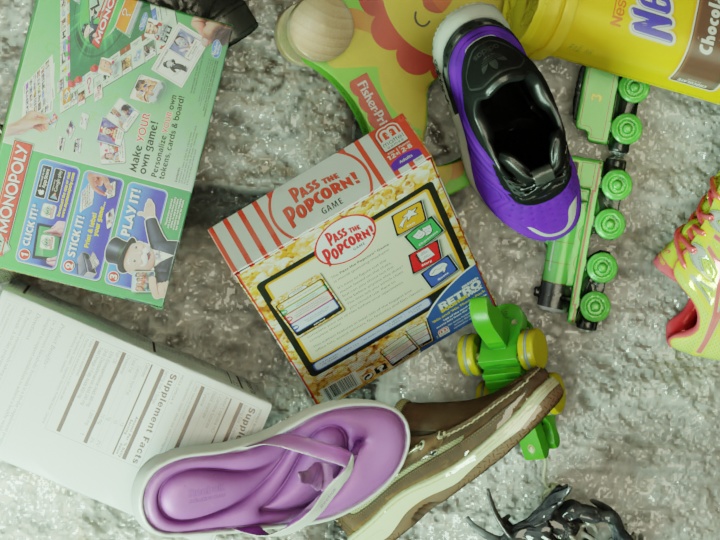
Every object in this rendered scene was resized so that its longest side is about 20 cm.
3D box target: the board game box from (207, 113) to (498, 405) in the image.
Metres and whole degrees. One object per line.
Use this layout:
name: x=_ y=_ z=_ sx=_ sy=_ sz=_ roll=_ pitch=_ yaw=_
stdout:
board game box: x=0.000 y=0.000 z=1.429 sx=0.151 sy=0.200 sz=0.046 roll=-30 pitch=55 yaw=-3

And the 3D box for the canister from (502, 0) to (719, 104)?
canister: x=0.212 y=-0.200 z=1.459 sx=0.200 sy=0.087 sz=0.149 roll=14 pitch=78 yaw=-14

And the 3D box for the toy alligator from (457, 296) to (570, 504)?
toy alligator: x=0.121 y=0.090 z=1.509 sx=0.059 sy=0.054 sz=0.200 roll=-8 pitch=122 yaw=28

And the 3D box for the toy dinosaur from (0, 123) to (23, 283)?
toy dinosaur: x=-0.243 y=-0.035 z=1.440 sx=0.200 sy=0.077 sz=0.102 roll=-29 pitch=70 yaw=-21

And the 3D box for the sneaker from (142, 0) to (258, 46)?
sneaker: x=-0.152 y=-0.182 z=1.464 sx=0.200 sy=0.060 sz=0.104 roll=-30 pitch=98 yaw=-7

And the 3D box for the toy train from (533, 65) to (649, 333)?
toy train: x=0.167 y=-0.056 z=1.510 sx=0.056 sy=0.042 sz=0.200 roll=10 pitch=94 yaw=4

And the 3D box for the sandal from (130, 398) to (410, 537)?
sandal: x=-0.052 y=0.143 z=1.399 sx=0.202 sy=0.050 sz=0.083 roll=-14 pitch=108 yaw=-21

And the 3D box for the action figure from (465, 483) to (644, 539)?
action figure: x=0.172 y=0.225 z=1.496 sx=0.200 sy=0.102 sz=0.119 roll=21 pitch=124 yaw=-10

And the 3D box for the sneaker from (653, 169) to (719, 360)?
sneaker: x=0.255 y=-0.020 z=1.486 sx=0.090 sy=0.078 sz=0.200 roll=2 pitch=112 yaw=6

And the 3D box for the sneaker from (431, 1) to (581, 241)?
sneaker: x=0.109 y=-0.078 z=1.409 sx=0.070 sy=0.100 sz=0.200 roll=-30 pitch=130 yaw=-1

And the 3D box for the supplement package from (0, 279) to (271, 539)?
supplement package: x=-0.175 y=0.097 z=1.453 sx=0.200 sy=0.114 sz=0.110 roll=24 pitch=91 yaw=-6

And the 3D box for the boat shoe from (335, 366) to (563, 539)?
boat shoe: x=0.050 y=0.122 z=1.470 sx=0.202 sy=0.075 sz=0.075 roll=-41 pitch=87 yaw=23

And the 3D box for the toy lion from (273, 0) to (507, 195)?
toy lion: x=0.052 y=-0.162 z=1.485 sx=0.192 sy=0.069 sz=0.200 roll=-29 pitch=97 yaw=-10

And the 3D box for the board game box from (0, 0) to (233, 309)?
board game box: x=-0.175 y=-0.087 z=1.413 sx=0.134 sy=0.029 sz=0.200 roll=15 pitch=86 yaw=-11
